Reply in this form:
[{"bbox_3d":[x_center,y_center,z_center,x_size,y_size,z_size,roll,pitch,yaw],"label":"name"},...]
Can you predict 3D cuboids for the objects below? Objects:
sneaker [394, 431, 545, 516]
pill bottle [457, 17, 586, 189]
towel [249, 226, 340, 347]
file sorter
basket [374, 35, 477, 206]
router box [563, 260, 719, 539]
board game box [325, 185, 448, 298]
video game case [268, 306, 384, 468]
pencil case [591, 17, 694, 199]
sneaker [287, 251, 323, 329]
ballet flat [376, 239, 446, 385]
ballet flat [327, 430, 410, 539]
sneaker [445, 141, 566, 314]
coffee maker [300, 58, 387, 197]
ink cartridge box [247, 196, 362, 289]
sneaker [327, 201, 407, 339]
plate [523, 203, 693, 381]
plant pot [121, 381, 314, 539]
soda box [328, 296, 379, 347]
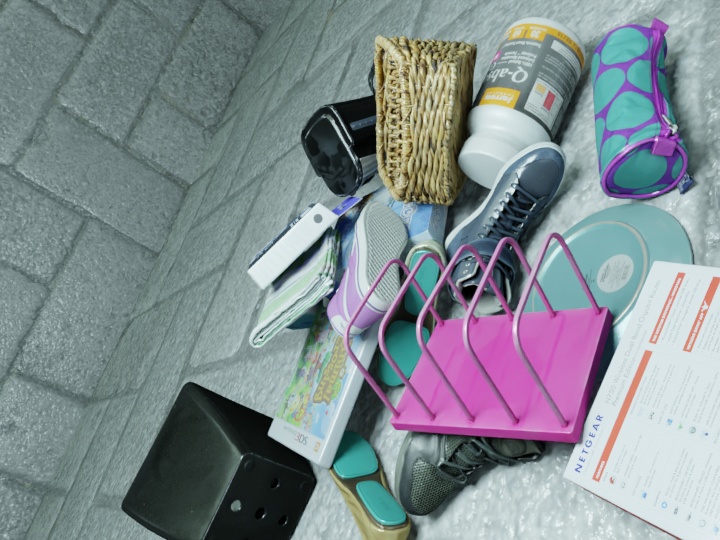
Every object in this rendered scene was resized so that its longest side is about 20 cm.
[{"bbox_3d":[0.109,0.176,0.639,0.200,0.076,0.114,-52,20,2],"label":"sneaker"},{"bbox_3d":[0.207,-0.213,0.832,0.116,0.115,0.203,3,64,61],"label":"pill bottle"},{"bbox_3d":[-0.093,0.015,0.913,0.148,0.031,0.201,-38,19,16],"label":"towel"},{"bbox_3d":[0.103,0.057,0.593,0.198,0.126,0.140,-10,36,44],"label":"file sorter"},{"bbox_3d":[0.066,-0.196,0.853,0.143,0.146,0.203,-54,-30,-52],"label":"basket"},{"bbox_3d":[0.266,0.099,0.465,0.179,0.048,0.203,14,75,61],"label":"router box"},{"bbox_3d":[0.038,-0.067,0.966,0.197,0.044,0.202,-23,30,28],"label":"board game box"},{"bbox_3d":[-0.050,0.146,0.862,0.181,0.022,0.203,-4,61,62],"label":"video game case"},{"bbox_3d":[0.292,-0.170,0.672,0.093,0.084,0.203,129,157,-51],"label":"pencil case"},{"bbox_3d":[-0.101,0.027,1.046,0.200,0.078,0.133,107,158,-82],"label":"sneaker"},{"bbox_3d":[0.073,0.056,0.830,0.062,0.066,0.203,-44,-27,-69],"label":"ballet flat"},{"bbox_3d":[0.000,0.267,0.758,0.200,0.067,0.064,-133,47,-66],"label":"ballet flat"},{"bbox_3d":[0.171,-0.041,0.741,0.203,0.076,0.147,-53,13,33],"label":"sneaker"},{"bbox_3d":[0.003,-0.233,1.051,0.192,0.198,0.136,47,138,21],"label":"coffee maker"},{"bbox_3d":[-0.091,-0.063,1.006,0.199,0.044,0.198,-42,10,-1],"label":"ink cartridge box"},{"bbox_3d":[-0.001,0.000,0.823,0.115,0.072,0.202,-49,18,37],"label":"sneaker"},{"bbox_3d":[0.234,0.015,0.646,0.200,0.025,0.202,-43,30,31],"label":"plate"},{"bbox_3d":[-0.183,0.307,0.910,0.176,0.199,0.203,13,72,50],"label":"plant pot"},{"bbox_3d":[0.010,0.052,0.952,0.064,0.070,0.200,-57,26,5],"label":"soda box"}]
